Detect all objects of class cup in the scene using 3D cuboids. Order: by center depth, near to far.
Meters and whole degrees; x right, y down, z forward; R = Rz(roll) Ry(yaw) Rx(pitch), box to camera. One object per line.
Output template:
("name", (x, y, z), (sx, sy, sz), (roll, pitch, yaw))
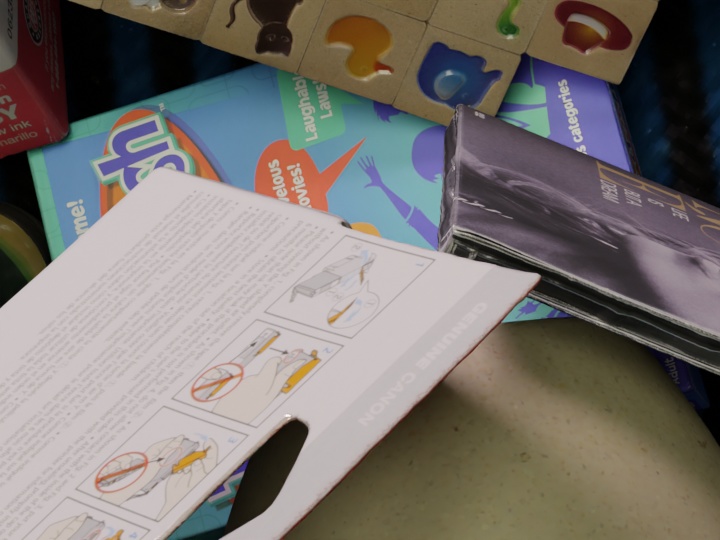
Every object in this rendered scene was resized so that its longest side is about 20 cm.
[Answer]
("cup", (0.038, 0.091, 0.874), (0.200, 0.200, 0.143), (-8, 85, 12))

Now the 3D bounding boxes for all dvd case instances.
("dvd case", (0.118, 0.008, 0.878), (0.200, 0.149, 0.016), (22, 106, -4))

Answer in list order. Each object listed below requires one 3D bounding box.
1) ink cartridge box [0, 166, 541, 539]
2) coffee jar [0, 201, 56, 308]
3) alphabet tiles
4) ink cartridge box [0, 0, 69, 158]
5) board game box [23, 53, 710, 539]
("ink cartridge box", (-0.064, 0.060, 0.795), (0.200, 0.044, 0.174), (-44, 36, -24))
("coffee jar", (-0.166, 0.025, 0.945), (0.104, 0.200, 0.085), (0, 97, 13))
("alphabet tiles", (0.008, -0.129, 0.907), (0.200, 0.008, 0.167), (17, 122, -11))
("ink cartridge box", (-0.170, -0.141, 0.956), (0.083, 0.200, 0.145), (-14, 57, 11))
("board game box", (0.000, 0.000, 0.988), (0.200, 0.045, 0.152), (-18, 77, 10))
